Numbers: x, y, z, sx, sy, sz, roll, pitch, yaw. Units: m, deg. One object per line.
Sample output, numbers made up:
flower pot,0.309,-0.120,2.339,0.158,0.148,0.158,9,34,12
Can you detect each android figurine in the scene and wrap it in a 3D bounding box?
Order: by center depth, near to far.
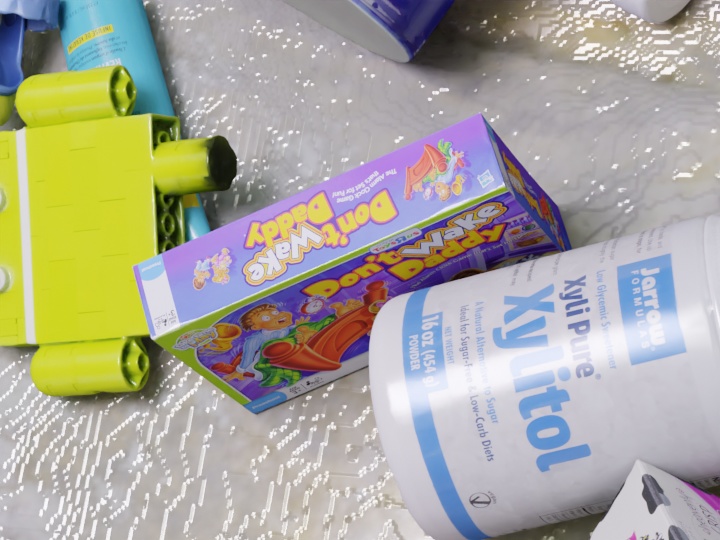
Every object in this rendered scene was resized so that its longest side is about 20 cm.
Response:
android figurine,-0.160,-0.021,1.470,0.199,0.041,0.183,-3,87,28

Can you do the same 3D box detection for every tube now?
tube,-0.130,-0.069,1.501,0.077,0.050,0.201,-27,67,28

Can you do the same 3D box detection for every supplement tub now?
supplement tub,0.116,0.054,1.304,0.199,0.132,0.133,-16,66,17

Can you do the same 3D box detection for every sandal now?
sandal,-0.232,-0.184,1.535,0.087,0.079,0.201,-39,68,26

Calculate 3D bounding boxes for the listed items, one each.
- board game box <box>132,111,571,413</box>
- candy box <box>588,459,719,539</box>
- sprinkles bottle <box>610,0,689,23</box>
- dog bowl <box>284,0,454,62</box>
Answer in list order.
board game box,0.000,0.000,1.369,0.199,0.134,0.045,-24,64,13
candy box,0.117,0.206,1.216,0.201,0.061,0.136,-61,15,15
sprinkles bottle,0.099,-0.207,1.443,0.200,0.068,0.068,32,85,29
dog bowl,-0.033,-0.199,1.418,0.200,0.200,0.079,33,88,28
